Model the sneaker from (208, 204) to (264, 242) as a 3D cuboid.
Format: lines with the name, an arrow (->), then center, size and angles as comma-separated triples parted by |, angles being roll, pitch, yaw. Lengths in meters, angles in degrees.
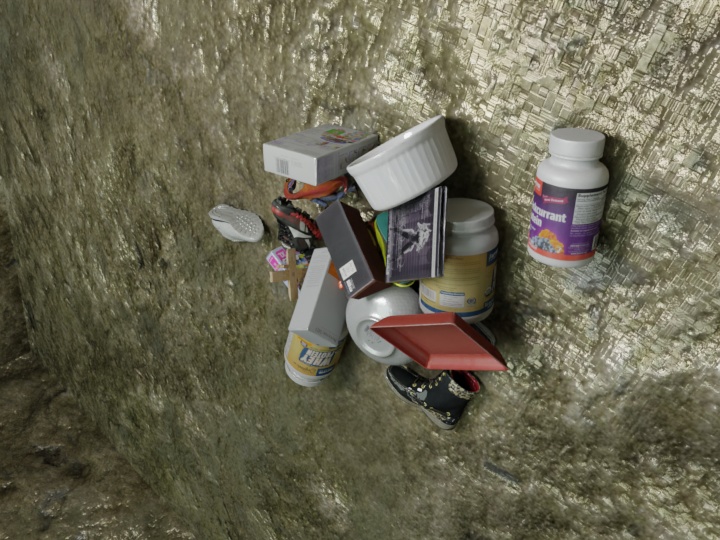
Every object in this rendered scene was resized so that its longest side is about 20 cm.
sneaker -> -0.323, -0.112, 1.592 | 0.198, 0.076, 0.082 | 27, 139, 35

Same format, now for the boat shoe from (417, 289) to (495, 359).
boat shoe -> 0.181, 0.111, 1.224 | 0.199, 0.090, 0.072 | 39, 132, 20

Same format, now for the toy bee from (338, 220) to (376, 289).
toy bee -> 0.000, 0.000, 1.305 | 0.131, 0.106, 0.204 | 114, 144, -86

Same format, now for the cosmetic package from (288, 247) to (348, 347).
cosmetic package -> -0.080, 0.060, 1.347 | 0.070, 0.203, 0.101 | -5, 151, 44

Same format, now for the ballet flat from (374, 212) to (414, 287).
ballet flat -> 0.074, -0.032, 1.221 | 0.068, 0.065, 0.202 | 82, 173, -51

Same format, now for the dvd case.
dvd case -> 0.096, -0.058, 1.067 | 0.199, 0.016, 0.152 | 170, 105, -67

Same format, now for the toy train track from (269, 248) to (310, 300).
toy train track -> -0.132, 0.005, 1.378 | 0.032, 0.198, 0.117 | 2, 96, 47

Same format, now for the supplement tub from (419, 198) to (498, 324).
supplement tub -> 0.182, -0.018, 1.108 | 0.143, 0.144, 0.204 | 18, 123, 34

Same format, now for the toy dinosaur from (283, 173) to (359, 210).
toy dinosaur -> -0.096, -0.190, 1.288 | 0.178, 0.200, 0.107 | -11, 89, 12

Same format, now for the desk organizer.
desk organizer -> -0.014, -0.039, 1.213 | 0.071, 0.076, 0.202 | -36, 61, 24

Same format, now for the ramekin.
ramekin -> 0.081, -0.193, 1.089 | 0.199, 0.200, 0.099 | -15, 109, 45

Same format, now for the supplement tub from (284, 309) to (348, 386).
supplement tub -> -0.113, 0.179, 1.488 | 0.144, 0.144, 0.202 | 37, 132, 21

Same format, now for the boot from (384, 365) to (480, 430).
boot -> 0.160, 0.248, 1.326 | 0.202, 0.073, 0.155 | 38, 134, 12

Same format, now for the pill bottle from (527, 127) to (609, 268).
pill bottle -> 0.334, -0.117, 0.954 | 0.110, 0.111, 0.204 | 19, 123, 34

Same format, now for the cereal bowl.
cereal bowl -> 0.049, 0.119, 1.240 | 0.197, 0.083, 0.203 | 18, 129, 24

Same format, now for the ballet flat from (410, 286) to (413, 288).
ballet flat -> 0.122, 0.116, 1.312 | 0.203, 0.067, 0.067 | 67, 155, 1

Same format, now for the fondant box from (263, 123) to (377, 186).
fondant box -> -0.077, -0.239, 1.200 | 0.143, 0.199, 0.059 | 21, 126, 32

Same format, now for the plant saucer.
plant saucer -> 0.149, 0.131, 1.109 | 0.197, 0.037, 0.199 | -8, 146, 43

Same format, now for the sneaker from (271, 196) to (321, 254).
sneaker -> -0.153, -0.094, 1.345 | 0.071, 0.200, 0.098 | 37, 88, 26

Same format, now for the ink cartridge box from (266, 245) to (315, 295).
ink cartridge box -> -0.122, 0.018, 1.430 | 0.201, 0.119, 0.042 | 53, 138, 7
